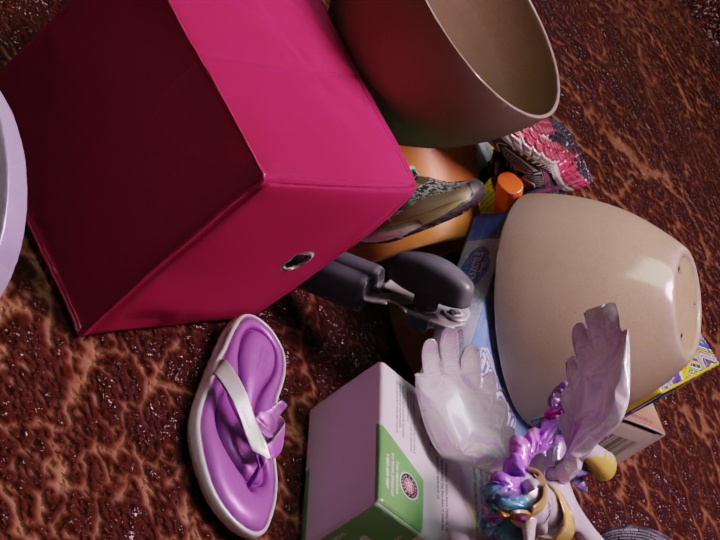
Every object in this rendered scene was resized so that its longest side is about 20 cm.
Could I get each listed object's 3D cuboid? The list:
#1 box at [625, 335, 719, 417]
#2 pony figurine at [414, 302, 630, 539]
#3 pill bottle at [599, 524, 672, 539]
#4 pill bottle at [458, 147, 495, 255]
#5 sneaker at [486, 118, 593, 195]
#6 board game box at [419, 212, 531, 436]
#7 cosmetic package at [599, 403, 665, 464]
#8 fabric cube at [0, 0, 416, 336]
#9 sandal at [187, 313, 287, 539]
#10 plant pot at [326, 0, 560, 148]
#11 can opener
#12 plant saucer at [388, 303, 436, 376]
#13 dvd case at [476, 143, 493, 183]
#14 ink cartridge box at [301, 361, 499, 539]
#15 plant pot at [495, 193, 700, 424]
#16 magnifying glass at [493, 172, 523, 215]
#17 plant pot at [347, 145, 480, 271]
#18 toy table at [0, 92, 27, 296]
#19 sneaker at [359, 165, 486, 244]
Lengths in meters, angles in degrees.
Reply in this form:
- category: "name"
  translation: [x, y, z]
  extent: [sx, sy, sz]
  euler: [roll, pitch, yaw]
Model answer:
- category: "box"
  translation: [0.280, 0.090, 1.454]
  extent: [0.070, 0.064, 0.200]
  euler: [60, 27, 11]
- category: "pony figurine"
  translation: [0.139, 0.140, 1.106]
  extent: [0.200, 0.165, 0.194]
  euler: [47, 34, -52]
- category: "pill bottle"
  translation: [0.218, 0.308, 1.247]
  extent: [0.106, 0.106, 0.200]
  euler: [49, 28, -8]
- category: "pill bottle"
  translation: [0.154, -0.037, 1.480]
  extent: [0.112, 0.113, 0.200]
  euler: [19, 23, -48]
- category: "sneaker"
  translation: [0.139, -0.102, 1.319]
  extent: [0.200, 0.074, 0.081]
  euler: [31, 34, -56]
- category: "board game box"
  translation: [0.123, 0.091, 1.284]
  extent: [0.201, 0.043, 0.200]
  euler: [63, 35, -36]
- category: "cosmetic package"
  translation: [0.219, 0.092, 1.520]
  extent: [0.103, 0.087, 0.201]
  euler: [21, 42, -47]
- category: "fabric cube"
  translation: [-0.117, -0.089, 1.073]
  extent: [0.199, 0.196, 0.201]
  euler: [-3, 61, -59]
- category: "sandal"
  translation: [-0.079, 0.098, 1.075]
  extent: [0.082, 0.050, 0.204]
  euler: [37, 31, -29]
- category: "plant pot"
  translation: [0.046, -0.175, 1.178]
  extent: [0.200, 0.134, 0.201]
  euler: [38, 35, -33]
- category: "can opener"
  translation: [0.000, 0.000, 1.205]
  extent: [0.199, 0.067, 0.053]
  euler: [17, 19, 18]
- category: "plant saucer"
  translation: [0.105, 0.074, 1.416]
  extent: [0.200, 0.037, 0.201]
  euler: [39, 30, -28]
- category: "dvd case"
  translation: [0.057, -0.136, 1.467]
  extent: [0.017, 0.143, 0.201]
  euler: [4, 53, -37]
- category: "ink cartridge box"
  translation: [0.054, 0.190, 1.144]
  extent: [0.200, 0.084, 0.145]
  euler: [39, 30, -26]
- category: "plant pot"
  translation: [0.211, 0.032, 1.265]
  extent: [0.200, 0.133, 0.202]
  euler: [11, 78, -63]
- category: "magnifying glass"
  translation: [0.128, -0.020, 1.360]
  extent: [0.080, 0.022, 0.201]
  euler: [49, -22, 26]
- category: "plant pot"
  translation: [0.025, -0.100, 1.345]
  extent: [0.200, 0.199, 0.185]
  euler: [-4, 77, -59]
- category: "toy table"
  translation: [-0.273, -0.069, 0.841]
  extent: [0.201, 0.183, 0.117]
  euler: [57, 8, 33]
- category: "sneaker"
  translation: [0.003, -0.071, 1.152]
  extent: [0.077, 0.199, 0.089]
  euler: [-28, 111, -51]
